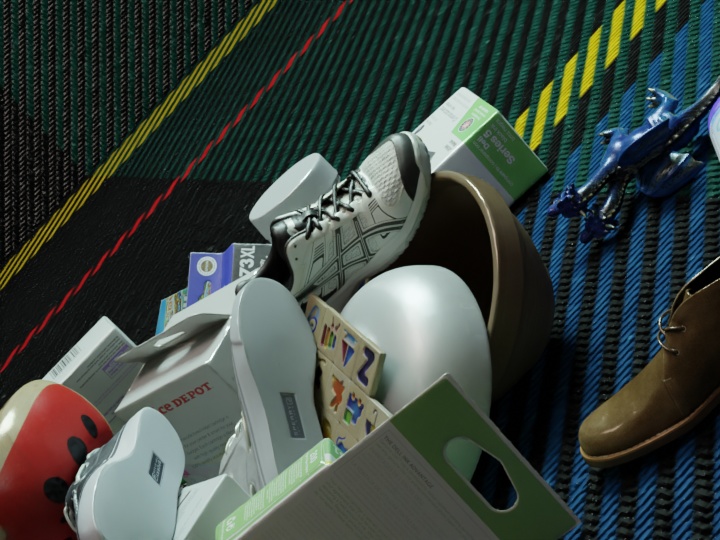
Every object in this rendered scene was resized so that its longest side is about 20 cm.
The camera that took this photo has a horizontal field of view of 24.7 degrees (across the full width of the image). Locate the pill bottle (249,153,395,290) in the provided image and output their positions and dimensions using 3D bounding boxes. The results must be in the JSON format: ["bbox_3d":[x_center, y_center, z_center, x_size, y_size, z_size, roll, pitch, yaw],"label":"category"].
[{"bbox_3d":[0.000,0.000,1.405,0.112,0.200,0.112,-39,16,14],"label":"pill bottle"}]

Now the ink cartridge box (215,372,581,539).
[{"bbox_3d":[0.023,0.168,1.083,0.200,0.146,0.048,-40,17,10],"label":"ink cartridge box"}]

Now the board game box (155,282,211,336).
[{"bbox_3d":[-0.143,0.087,1.621,0.200,0.064,0.149,-24,54,58],"label":"board game box"}]

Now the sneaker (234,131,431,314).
[{"bbox_3d":[-0.023,-0.028,1.284,0.201,0.087,0.076,-56,36,15],"label":"sneaker"}]

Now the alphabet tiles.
[{"bbox_3d":[-0.017,0.127,1.202,0.200,0.007,0.168,37,115,59],"label":"alphabet tiles"}]

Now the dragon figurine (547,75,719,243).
[{"bbox_3d":[0.243,-0.099,1.345,0.199,0.059,0.100,-35,20,26],"label":"dragon figurine"}]

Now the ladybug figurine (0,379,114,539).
[{"bbox_3d":[-0.233,0.157,1.221,0.071,0.137,0.200,2,21,8],"label":"ladybug figurine"}]

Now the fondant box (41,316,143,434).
[{"bbox_3d":[-0.210,0.164,1.490,0.144,0.200,0.058,-46,19,-7],"label":"fondant box"}]

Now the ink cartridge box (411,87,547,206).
[{"bbox_3d":[0.069,-0.073,1.610,0.200,0.084,0.146,-43,18,3],"label":"ink cartridge box"}]

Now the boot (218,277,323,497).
[{"bbox_3d":[-0.078,0.112,1.235,0.096,0.073,0.201,-41,48,42],"label":"boot"}]

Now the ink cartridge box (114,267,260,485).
[{"bbox_3d":[-0.095,0.106,1.377,0.128,0.200,0.126,-27,24,38],"label":"ink cartridge box"}]

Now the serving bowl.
[{"bbox_3d":[0.017,0.092,1.225,0.200,0.065,0.202,-28,58,57],"label":"serving bowl"}]

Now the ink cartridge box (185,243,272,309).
[{"bbox_3d":[-0.066,0.025,1.514,0.037,0.198,0.095,69,-157,-70],"label":"ink cartridge box"}]

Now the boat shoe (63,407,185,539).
[{"bbox_3d":[-0.173,0.161,1.142,0.068,0.072,0.200,-35,15,12],"label":"boat shoe"}]

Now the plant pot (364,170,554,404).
[{"bbox_3d":[0.087,0.029,1.278,0.201,0.092,0.203,-27,59,57],"label":"plant pot"}]

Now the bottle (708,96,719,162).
[{"bbox_3d":[0.301,-0.080,1.172,0.083,0.065,0.200,-38,19,20],"label":"bottle"}]

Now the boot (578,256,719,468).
[{"bbox_3d":[0.211,0.050,1.065,0.200,0.075,0.074,-39,20,16],"label":"boot"}]

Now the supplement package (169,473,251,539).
[{"bbox_3d":[-0.139,0.268,1.190,0.199,0.152,0.151,-23,26,46],"label":"supplement package"}]

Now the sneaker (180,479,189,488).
[{"bbox_3d":[-0.158,0.231,1.421,0.078,0.085,0.201,-25,27,43],"label":"sneaker"}]
